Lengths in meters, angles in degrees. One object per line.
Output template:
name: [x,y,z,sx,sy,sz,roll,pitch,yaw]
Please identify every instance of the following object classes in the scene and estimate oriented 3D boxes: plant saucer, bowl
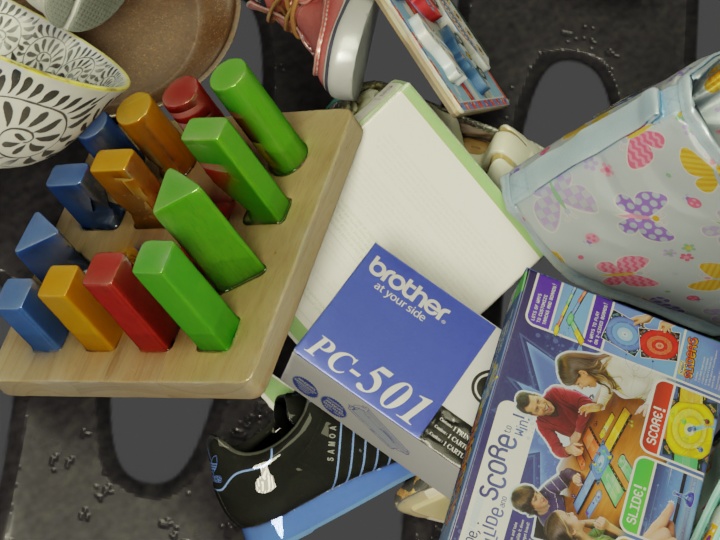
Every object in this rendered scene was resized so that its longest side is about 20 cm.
plant saucer: [-0.181,-0.180,1.541,0.198,0.037,0.202,5,62,-9]
bowl: [-0.249,-0.114,1.400,0.200,0.201,0.095,27,101,4]

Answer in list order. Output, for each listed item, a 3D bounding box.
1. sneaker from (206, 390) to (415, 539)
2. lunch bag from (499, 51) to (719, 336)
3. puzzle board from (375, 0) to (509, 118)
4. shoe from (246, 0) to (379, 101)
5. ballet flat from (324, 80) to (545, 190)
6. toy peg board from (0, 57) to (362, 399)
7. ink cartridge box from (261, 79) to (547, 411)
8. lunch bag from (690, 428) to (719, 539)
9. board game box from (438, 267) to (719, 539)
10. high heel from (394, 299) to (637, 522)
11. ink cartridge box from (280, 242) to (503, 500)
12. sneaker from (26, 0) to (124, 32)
sneaker: [0.001,0.092,1.393,0.199,0.070,0.078,-29,99,-17]
lunch bag: [0.212,-0.059,1.438,0.199,0.169,0.128,16,57,-34]
puzzle board: [0.029,-0.190,1.507,0.017,0.151,0.201,-34,87,17]
shoe: [-0.034,-0.173,1.513,0.090,0.072,0.200,11,27,0]
ballet flat: [0.069,-0.073,1.514,0.199,0.072,0.072,20,60,0]
toy peg board: [-0.129,-0.034,1.380,0.198,0.098,0.201,-1,53,32]
ink cartridge box: [0.000,0.000,1.443,0.200,0.048,0.146,-43,104,-5]
lunch bag: [0.230,0.161,1.367,0.077,0.161,0.201,27,61,4]
board game box: [0.128,0.109,1.311,0.134,0.035,0.201,21,59,-2]
high heel: [0.106,0.089,1.452,0.198,0.072,0.143,-13,44,-5]
ink cartridge box: [0.061,0.081,1.357,0.199,0.044,0.094,35,61,6]
sneaker: [-0.148,-0.228,1.515,0.200,0.071,0.080,-30,46,-32]
